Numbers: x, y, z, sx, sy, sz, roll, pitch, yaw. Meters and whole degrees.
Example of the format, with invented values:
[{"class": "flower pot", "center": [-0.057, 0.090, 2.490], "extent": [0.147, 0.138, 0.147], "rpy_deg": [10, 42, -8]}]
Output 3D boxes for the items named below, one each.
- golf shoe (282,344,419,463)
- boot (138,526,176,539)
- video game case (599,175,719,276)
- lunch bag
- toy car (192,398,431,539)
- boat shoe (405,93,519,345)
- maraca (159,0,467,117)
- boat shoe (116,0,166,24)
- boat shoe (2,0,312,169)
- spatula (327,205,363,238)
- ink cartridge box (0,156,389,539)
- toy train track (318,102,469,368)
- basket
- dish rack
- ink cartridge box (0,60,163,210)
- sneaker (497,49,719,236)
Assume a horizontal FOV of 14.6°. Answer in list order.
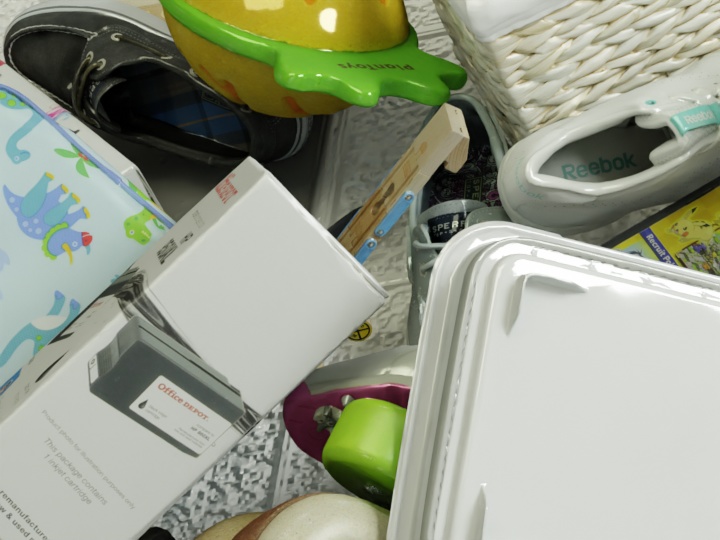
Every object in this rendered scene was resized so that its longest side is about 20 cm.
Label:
[{"class": "golf shoe", "center": [0.066, 0.050, 1.275], "extent": [0.199, 0.075, 0.092], "rpy_deg": [-2, 45, 9]}, {"class": "boot", "center": [-0.183, 0.189, 1.330], "extent": [0.138, 0.078, 0.200], "rpy_deg": [15, 54, 44]}, {"class": "video game case", "center": [0.156, 0.061, 1.290], "extent": [0.180, 0.026, 0.200], "rpy_deg": [-30, 52, -4]}, {"class": "lunch bag", "center": [-0.167, 0.018, 1.411], "extent": [0.200, 0.082, 0.161], "rpy_deg": [41, 83, 3]}, {"class": "toy car", "center": [-0.027, 0.163, 1.251], "extent": [0.200, 0.158, 0.165], "rpy_deg": [-10, 47, 57]}, {"class": "boat shoe", "center": [0.049, -0.009, 1.412], "extent": [0.070, 0.072, 0.201], "rpy_deg": [-13, 44, 14]}, {"class": "maraca", "center": [-0.029, -0.129, 1.485], "extent": [0.137, 0.107, 0.200], "rpy_deg": [-7, 29, -33]}, {"class": "boat shoe", "center": [-0.080, -0.132, 1.623], "extent": [0.200, 0.074, 0.069], "rpy_deg": [5, 62, 33]}, {"class": "boat shoe", "center": [-0.126, -0.100, 1.576], "extent": [0.200, 0.070, 0.066], "rpy_deg": [22, 28, 21]}, {"class": "spatula", "center": [-0.067, 0.026, 1.475], "extent": [0.200, 0.021, 0.057], "rpy_deg": [-37, 61, -17]}, {"class": "ink cartridge box", "center": [-0.091, 0.045, 1.293], "extent": [0.200, 0.084, 0.145], "rpy_deg": [-43, 8, -1]}, {"class": "toy train track", "center": [0.000, 0.000, 1.401], "extent": [0.200, 0.032, 0.115], "rpy_deg": [-52, 31, 29]}, {"class": "basket", "center": [0.134, -0.169, 1.470], "extent": [0.200, 0.161, 0.198], "rpy_deg": [-28, 40, 0]}, {"class": "dish rack", "center": [0.119, 0.075, 1.180], "extent": [0.044, 0.199, 0.172], "rpy_deg": [152, 130, -70]}, {"class": "ink cartridge box", "center": [-0.211, -0.027, 1.562], "extent": [0.148, 0.086, 0.200], "rpy_deg": [-39, 40, -14]}, {"class": "sneaker", "center": [0.165, -0.069, 1.361], "extent": [0.200, 0.088, 0.075], "rpy_deg": [-23, 83, -3]}]
